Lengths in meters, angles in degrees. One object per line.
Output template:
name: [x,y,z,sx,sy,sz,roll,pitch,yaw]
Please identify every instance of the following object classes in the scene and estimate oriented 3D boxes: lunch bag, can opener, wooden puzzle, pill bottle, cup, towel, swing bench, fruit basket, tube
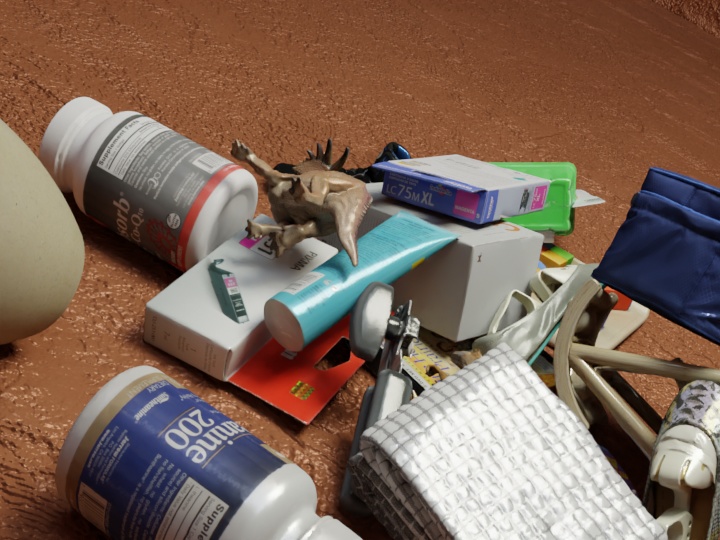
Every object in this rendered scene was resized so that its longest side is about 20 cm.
lunch bag: [0.315,-0.009,1.015,0.135,0.134,0.200,25,4,-29]
can opener: [0.010,0.104,0.963,0.065,0.053,0.202,19,51,-11]
wooden puzzle: [0.234,0.019,1.352,0.184,0.047,0.199,32,29,20]
pill bottle: [-0.099,0.160,0.786,0.198,0.112,0.111,31,29,19]
cup: [-0.303,-0.019,0.916,0.143,0.201,0.200,32,11,-49]
pill bottle: [-0.210,-0.085,1.149,0.198,0.117,0.116,28,28,14]
towel: [0.108,0.173,0.865,0.164,0.086,0.201,-25,64,-34]
swing bench: [0.268,0.112,1.055,0.198,0.131,0.199,29,5,19]
fruit basket: [0.197,-0.085,1.445,0.182,0.096,0.200,0,3,1]
tube: [0.000,0.000,1.047,0.077,0.051,0.199,28,47,34]

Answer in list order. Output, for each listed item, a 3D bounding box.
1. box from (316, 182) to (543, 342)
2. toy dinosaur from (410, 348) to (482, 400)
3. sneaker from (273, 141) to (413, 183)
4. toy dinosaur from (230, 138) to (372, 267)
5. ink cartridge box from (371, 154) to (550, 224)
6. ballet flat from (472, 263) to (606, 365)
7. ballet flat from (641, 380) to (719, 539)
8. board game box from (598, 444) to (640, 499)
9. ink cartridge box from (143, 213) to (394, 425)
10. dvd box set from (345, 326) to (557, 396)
box: [0.065,-0.015,1.186,0.198,0.099,0.123,23,21,38]
toy dinosaur: [0.089,0.133,0.989,0.104,0.061,0.202,5,47,-11]
sneaker: [-0.003,-0.108,1.341,0.197,0.113,0.073,25,26,8]
toy dinosaur: [-0.035,-0.068,1.080,0.134,0.087,0.199,-7,22,-37]
ink cartridge box: [0.104,-0.085,1.196,0.118,0.043,0.199,18,14,27]
ballet flat: [0.180,0.033,1.136,0.064,0.068,0.199,45,55,8]
ballet flat: [0.248,0.183,0.904,0.071,0.204,0.072,12,-6,1]
board game box: [0.184,0.175,0.972,0.198,0.039,0.159,30,35,-20]
ink cartridge box: [-0.072,0.037,1.064,0.171,0.044,0.200,24,36,17]
dvd box set: [0.101,0.089,1.148,0.198,0.030,0.146,-7,39,-44]
